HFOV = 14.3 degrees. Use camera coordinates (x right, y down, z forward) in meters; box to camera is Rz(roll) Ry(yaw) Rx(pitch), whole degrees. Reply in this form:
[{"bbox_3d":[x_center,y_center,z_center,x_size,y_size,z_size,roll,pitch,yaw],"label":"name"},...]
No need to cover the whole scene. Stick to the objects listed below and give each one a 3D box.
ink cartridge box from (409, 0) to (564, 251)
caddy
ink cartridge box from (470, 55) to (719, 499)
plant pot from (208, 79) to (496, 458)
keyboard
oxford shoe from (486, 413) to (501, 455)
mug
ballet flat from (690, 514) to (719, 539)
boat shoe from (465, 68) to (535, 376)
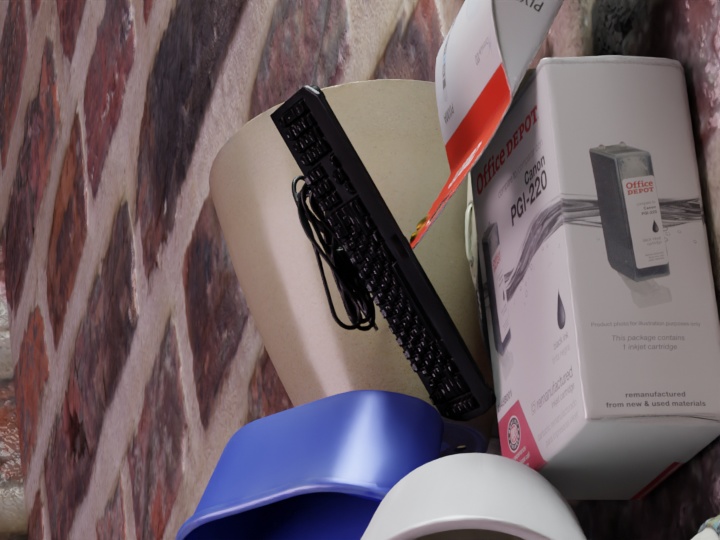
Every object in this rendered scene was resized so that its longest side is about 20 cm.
[{"bbox_3d":[0.061,-0.109,1.547,0.200,0.047,0.160,-60,2,-17],"label":"ink cartridge box"},{"bbox_3d":[-0.011,0.153,1.590,0.200,0.141,0.105,-20,37,39],"label":"caddy"},{"bbox_3d":[0.122,0.006,1.502,0.146,0.084,0.201,125,144,-65],"label":"ink cartridge box"},{"bbox_3d":[0.013,0.022,1.697,0.187,0.186,0.201,115,151,-57],"label":"plant pot"},{"bbox_3d":[0.000,0.000,1.567,0.201,0.040,0.104,61,164,2],"label":"keyboard"},{"bbox_3d":[0.071,0.130,1.743,0.075,0.057,0.201,-178,90,-79],"label":"oxford shoe"},{"bbox_3d":[0.047,0.179,1.435,0.187,0.149,0.153,-58,7,17],"label":"mug"},{"bbox_3d":[0.161,0.173,1.391,0.200,0.074,0.074,107,157,-47],"label":"ballet flat"},{"bbox_3d":[0.091,-0.015,1.629,0.063,0.071,0.201,-34,50,54],"label":"boat shoe"}]
